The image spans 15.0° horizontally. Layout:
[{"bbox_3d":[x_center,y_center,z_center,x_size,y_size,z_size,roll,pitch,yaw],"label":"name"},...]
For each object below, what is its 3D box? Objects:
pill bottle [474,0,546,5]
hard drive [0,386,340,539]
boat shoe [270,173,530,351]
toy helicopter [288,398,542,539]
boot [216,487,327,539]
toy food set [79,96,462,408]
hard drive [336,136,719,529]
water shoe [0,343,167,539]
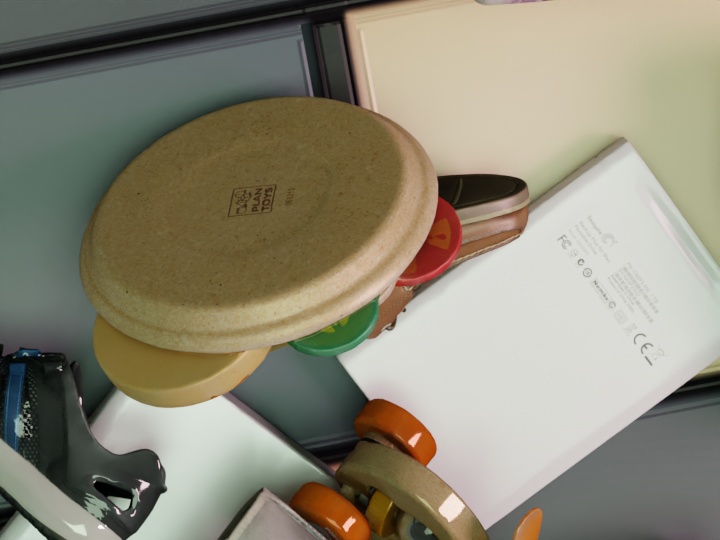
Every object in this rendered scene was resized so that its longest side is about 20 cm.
[{"bbox_3d":[0.152,-0.201,1.441,0.200,0.112,0.112,-5,101,-3],"label":"pill bottle"},{"bbox_3d":[-0.124,0.156,1.522,0.132,0.026,0.200,37,95,-10],"label":"hard drive"},{"bbox_3d":[0.000,0.000,1.494,0.200,0.072,0.068,-14,106,8],"label":"boat shoe"},{"bbox_3d":[0.059,0.165,1.492,0.079,0.132,0.200,-51,132,-22],"label":"toy helicopter"},{"bbox_3d":[-0.026,0.238,1.464,0.200,0.073,0.182,33,97,-12],"label":"boot"},{"bbox_3d":[-0.049,-0.019,1.429,0.198,0.200,0.049,-16,129,2],"label":"toy food set"},{"bbox_3d":[0.105,0.038,1.526,0.200,0.026,0.132,-36,101,3],"label":"hard drive"},{"bbox_3d":[-0.188,0.071,1.476,0.200,0.072,0.079,43,79,10],"label":"water shoe"}]
